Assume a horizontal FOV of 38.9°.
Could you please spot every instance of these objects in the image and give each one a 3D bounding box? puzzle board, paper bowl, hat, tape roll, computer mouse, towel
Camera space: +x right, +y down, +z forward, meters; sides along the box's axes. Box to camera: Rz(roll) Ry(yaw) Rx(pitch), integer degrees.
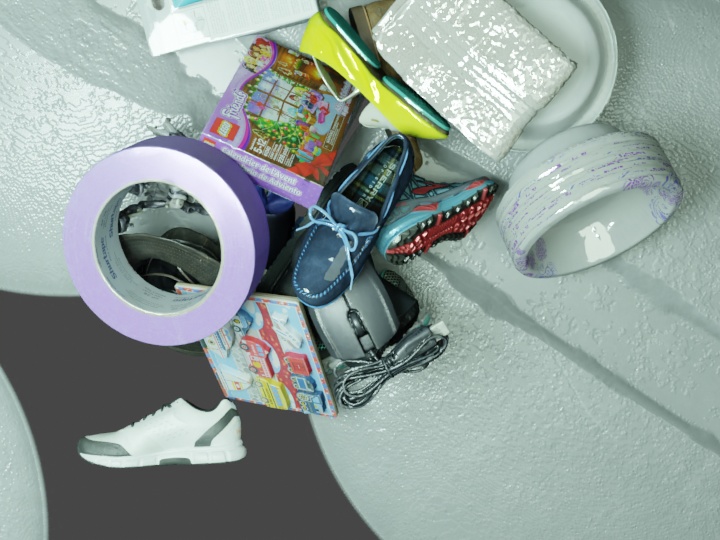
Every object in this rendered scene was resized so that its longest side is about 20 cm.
[{"bbox_3d":[-0.114,0.094,1.141,0.149,0.018,0.201,6,138,20],"label":"puzzle board"},{"bbox_3d":[0.244,-0.084,1.130,0.199,0.201,0.105,-23,66,1],"label":"paper bowl"},{"bbox_3d":[-0.206,0.005,1.161,0.198,0.081,0.202,11,140,9],"label":"hat"},{"bbox_3d":[-0.194,-0.030,1.026,0.197,0.066,0.203,3,107,9],"label":"tape roll"},{"bbox_3d":[-0.008,0.029,1.072,0.138,0.053,0.201,-31,72,1],"label":"computer mouse"},{"bbox_3d":[0.188,-0.233,1.138,0.198,0.104,0.204,0,98,-1],"label":"paper bowl"},{"bbox_3d":[0.114,-0.228,1.066,0.200,0.034,0.133,44,107,11],"label":"towel"}]

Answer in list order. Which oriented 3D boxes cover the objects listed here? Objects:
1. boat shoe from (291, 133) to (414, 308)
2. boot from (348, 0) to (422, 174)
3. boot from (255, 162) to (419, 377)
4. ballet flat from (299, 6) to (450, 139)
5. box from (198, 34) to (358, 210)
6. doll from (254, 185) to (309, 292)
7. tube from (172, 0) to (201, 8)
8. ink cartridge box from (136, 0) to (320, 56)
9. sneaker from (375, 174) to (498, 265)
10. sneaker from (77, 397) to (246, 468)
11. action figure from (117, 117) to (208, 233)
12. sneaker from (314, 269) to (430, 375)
[{"bbox_3d":[-0.013,-0.060,1.038,0.083,0.069,0.202,24,74,8],"label":"boat shoe"},{"bbox_3d":[0.049,-0.210,1.163,0.075,0.074,0.203,-16,95,-6],"label":"boot"},{"bbox_3d":[0.000,0.000,1.147,0.167,0.077,0.201,32,76,12],"label":"boot"},{"bbox_3d":[0.010,-0.196,1.102,0.200,0.067,0.067,45,110,7],"label":"ballet flat"},{"bbox_3d":[-0.083,-0.165,1.107,0.135,0.201,0.039,23,134,-6],"label":"box"},{"bbox_3d":[-0.103,-0.064,1.171,0.135,0.048,0.203,-12,114,-36],"label":"doll"},{"bbox_3d":[-0.113,-0.339,1.106,0.197,0.050,0.079,-7,95,4],"label":"tube"},{"bbox_3d":[-0.157,-0.341,1.150,0.197,0.047,0.162,-14,99,3],"label":"ink cartridge box"},{"bbox_3d":[0.076,-0.082,1.143,0.096,0.199,0.080,47,132,20],"label":"sneaker"},{"bbox_3d":[-0.236,0.193,1.216,0.197,0.074,0.081,-3,88,-7],"label":"sneaker"},{"bbox_3d":[-0.209,-0.108,1.143,0.102,0.199,0.120,33,126,29],"label":"action figure"},{"bbox_3d":[-0.021,0.066,1.207,0.198,0.078,0.092,-25,82,-2],"label":"sneaker"}]
